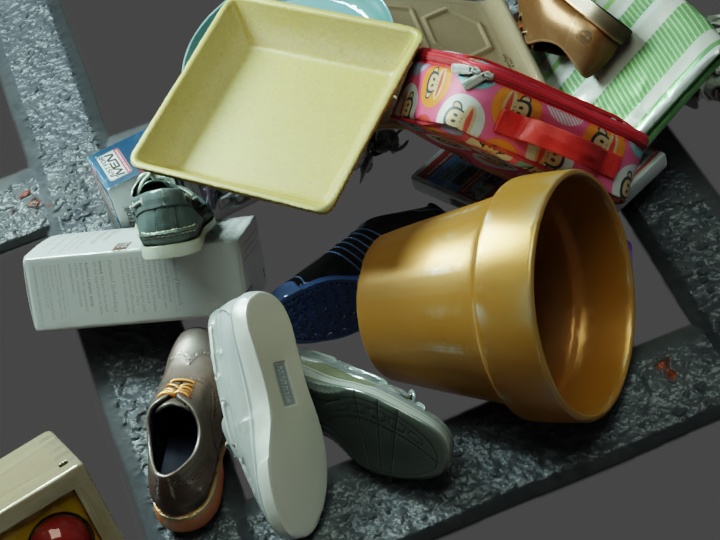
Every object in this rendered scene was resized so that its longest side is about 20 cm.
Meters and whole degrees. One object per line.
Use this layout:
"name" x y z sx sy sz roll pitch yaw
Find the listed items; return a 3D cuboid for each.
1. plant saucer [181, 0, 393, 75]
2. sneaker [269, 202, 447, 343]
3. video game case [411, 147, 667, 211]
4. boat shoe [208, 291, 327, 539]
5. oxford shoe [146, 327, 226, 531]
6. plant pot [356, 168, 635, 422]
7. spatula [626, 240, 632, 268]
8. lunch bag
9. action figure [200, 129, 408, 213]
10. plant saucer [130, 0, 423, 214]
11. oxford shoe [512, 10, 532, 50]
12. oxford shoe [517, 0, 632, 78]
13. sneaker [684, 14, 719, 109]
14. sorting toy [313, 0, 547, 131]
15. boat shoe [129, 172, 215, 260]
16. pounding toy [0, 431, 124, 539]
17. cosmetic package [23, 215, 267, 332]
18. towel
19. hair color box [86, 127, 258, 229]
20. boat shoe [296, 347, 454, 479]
"plant saucer" -0.063 -0.187 1.608 0.198 0.028 0.202 -8 53 11
"sneaker" 0.000 0.000 1.595 0.198 0.071 0.078 -20 38 -10
"video game case" 0.163 -0.092 1.653 0.143 0.018 0.199 -41 45 -23
"boat shoe" -0.084 0.121 1.458 0.068 0.202 0.072 -18 -3 42
"oxford shoe" -0.142 0.116 1.500 0.071 0.073 0.201 -8 46 6
"plant pot" 0.104 0.025 1.471 0.182 0.201 0.201 -4 44 32
"spatula" 0.223 -0.048 1.610 0.056 0.021 0.201 -4 43 18
"lunch bag" 0.138 -0.119 1.512 0.083 0.198 0.176 -68 24 2
"action figure" -0.050 -0.107 1.649 0.198 0.131 0.070 -8 47 -15
"plant saucer" -0.066 -0.133 1.523 0.198 0.049 0.201 14 60 25
"oxford shoe" 0.138 -0.224 1.765 0.199 0.072 0.073 -38 45 -20
"oxford shoe" 0.169 -0.249 1.690 0.072 0.071 0.200 -55 45 14
"sneaker" 0.319 -0.192 1.686 0.198 0.075 0.089 -13 44 2
"sorting toy" 0.067 -0.188 1.658 0.198 0.037 0.186 -2 48 -22
"boat shoe" -0.166 -0.059 1.557 0.072 0.062 0.200 -10 14 -3
"pounding toy" -0.226 0.251 1.342 0.183 0.201 0.142 -31 20 -15
"cosmetic package" -0.191 0.002 1.604 0.198 0.075 0.102 -7 14 8
"towel" 0.243 -0.199 1.658 0.153 0.023 0.200 -49 39 12
"hair color box" -0.149 -0.101 1.695 0.199 0.101 0.061 -27 46 -13
"boat shoe" -0.001 0.112 1.484 0.201 0.075 0.065 17 33 35
